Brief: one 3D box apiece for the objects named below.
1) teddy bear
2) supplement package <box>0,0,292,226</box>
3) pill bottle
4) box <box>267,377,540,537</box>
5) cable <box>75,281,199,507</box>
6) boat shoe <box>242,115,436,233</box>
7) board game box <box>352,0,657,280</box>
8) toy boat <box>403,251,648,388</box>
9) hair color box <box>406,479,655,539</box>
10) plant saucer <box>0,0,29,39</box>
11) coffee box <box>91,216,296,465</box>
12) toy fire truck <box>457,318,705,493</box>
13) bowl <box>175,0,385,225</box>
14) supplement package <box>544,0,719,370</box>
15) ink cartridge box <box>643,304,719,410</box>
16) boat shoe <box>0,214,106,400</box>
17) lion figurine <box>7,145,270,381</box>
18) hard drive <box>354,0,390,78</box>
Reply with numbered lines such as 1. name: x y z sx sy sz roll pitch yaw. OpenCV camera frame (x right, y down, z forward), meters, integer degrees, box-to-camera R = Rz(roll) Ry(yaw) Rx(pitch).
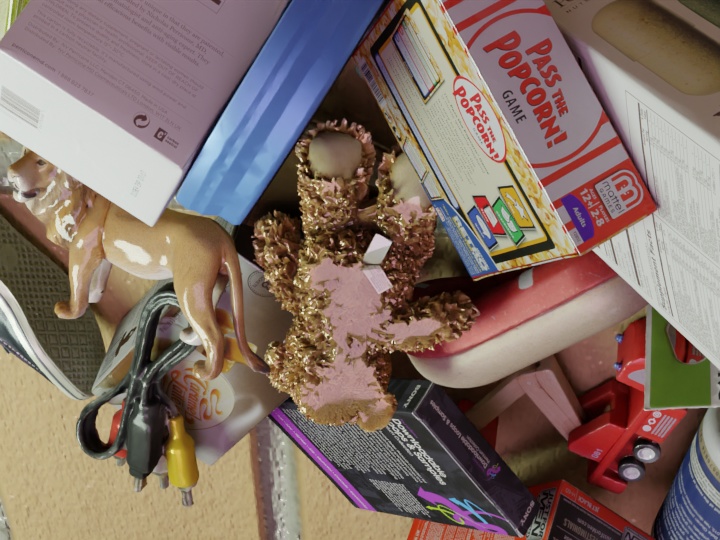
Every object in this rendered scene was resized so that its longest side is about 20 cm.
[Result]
1. teddy bear: 0.000 0.000 0.866 0.144 0.067 0.201 -5 116 7
2. supplement package: -0.099 -0.146 0.749 0.109 0.201 0.114 33 159 -7
3. pill bottle: 0.282 0.188 1.042 0.110 0.111 0.201 13 132 1
4. box: 0.024 0.135 1.046 0.199 0.036 0.143 0 137 52
5. cable: -0.151 0.081 0.998 0.097 0.050 0.201 24 121 17
6. boat shoe: -0.044 -0.068 0.899 0.199 0.067 0.074 23 126 -25
7. board game box: 0.063 -0.075 0.711 0.046 0.200 0.152 -29 92 -9
8. toy boat: 0.102 -0.010 0.921 0.199 0.130 0.131 -28 90 31
9. hair color box: 0.126 0.228 1.102 0.101 0.062 0.200 34 150 -20
10. plant saucer: -0.153 -0.145 0.887 0.199 0.048 0.200 19 132 -4
11. coffee box: -0.094 0.043 1.017 0.114 0.080 0.200 34 129 -18
12. toy fire truck: 0.157 0.102 1.035 0.140 0.049 0.201 22 131 -6
13. bowl: -0.031 -0.112 0.747 0.039 0.201 0.201 32 130 -7
14. supplement package: 0.202 -0.056 0.642 0.151 0.200 0.151 -28 130 -9
15. ink cartridge box: 0.289 0.058 0.903 0.198 0.148 0.076 -3 131 16
16. boat shoe: -0.266 0.020 1.043 0.062 0.075 0.200 -23 118 34
17. lion figurine: -0.136 -0.017 0.888 0.199 0.072 0.123 19 109 12
18. hard drive: 0.079 -0.139 0.789 0.199 0.033 0.140 30 140 30
